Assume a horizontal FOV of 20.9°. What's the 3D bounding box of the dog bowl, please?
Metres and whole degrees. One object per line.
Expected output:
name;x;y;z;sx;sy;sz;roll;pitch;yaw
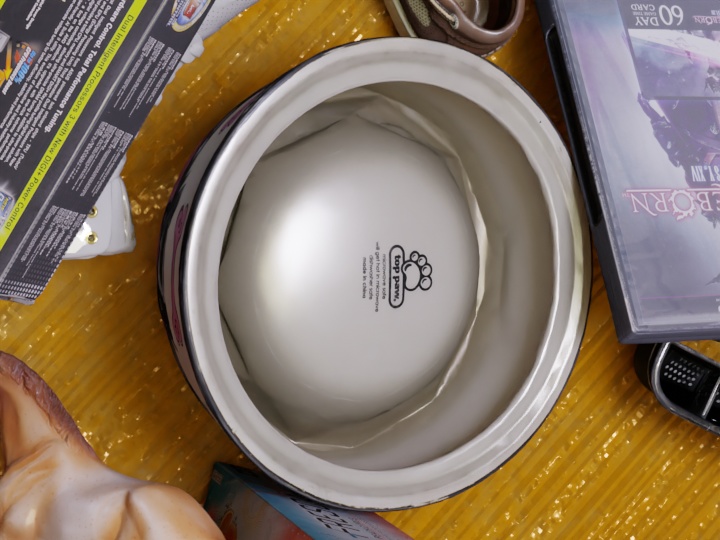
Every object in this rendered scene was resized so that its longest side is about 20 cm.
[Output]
dog bowl;0.000;0.000;0.847;0.199;0.074;0.202;-3;95;-29

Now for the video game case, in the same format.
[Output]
video game case;0.157;-0.066;0.878;0.142;0.019;0.201;-2;67;-24

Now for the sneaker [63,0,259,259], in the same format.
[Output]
sneaker;-0.105;-0.069;0.832;0.199;0.074;0.116;-23;103;-4

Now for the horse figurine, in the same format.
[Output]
horse figurine;-0.112;0.123;0.809;0.050;0.199;0.133;22;90;-57

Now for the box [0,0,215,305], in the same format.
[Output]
box;-0.143;-0.113;0.740;0.160;0.044;0.201;31;93;13

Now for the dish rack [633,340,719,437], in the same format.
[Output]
dish rack;0.227;-0.003;0.940;0.153;0.055;0.201;25;87;-18

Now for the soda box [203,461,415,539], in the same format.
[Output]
soda box;-0.016;0.132;0.802;0.068;0.200;0.064;16;89;-17

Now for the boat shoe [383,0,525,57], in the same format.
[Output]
boat shoe;0.019;-0.187;0.852;0.075;0.075;0.203;-33;103;-11
